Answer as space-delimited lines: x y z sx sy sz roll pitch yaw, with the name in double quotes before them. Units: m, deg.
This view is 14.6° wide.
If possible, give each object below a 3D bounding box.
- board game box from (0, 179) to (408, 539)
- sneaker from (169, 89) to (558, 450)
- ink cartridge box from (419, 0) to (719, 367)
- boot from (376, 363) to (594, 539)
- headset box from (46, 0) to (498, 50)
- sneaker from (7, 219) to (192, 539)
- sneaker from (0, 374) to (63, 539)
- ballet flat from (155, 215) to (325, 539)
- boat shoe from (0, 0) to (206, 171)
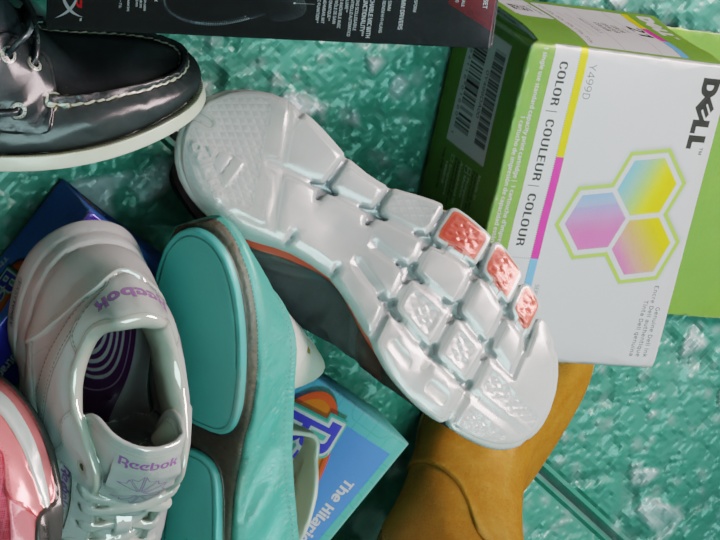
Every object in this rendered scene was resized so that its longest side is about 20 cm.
"board game box" -0.099 0.077 1.234 0.200 0.045 0.152 37 93 -32
"sneaker" 0.000 0.000 1.204 0.200 0.082 0.077 44 71 -5
"ink cartridge box" 0.133 -0.036 1.273 0.200 0.076 0.148 4 109 -24
"boot" 0.059 0.124 1.267 0.201 0.144 0.071 -45 122 -2
"headset box" -0.021 -0.168 1.092 0.200 0.077 0.149 1 133 -6
"sneaker" -0.112 0.086 1.148 0.075 0.100 0.200 -6 114 -23
"sneaker" -0.193 0.051 1.115 0.087 0.074 0.200 -22 81 -45
"ballet flat" -0.050 0.062 1.194 0.070 0.067 0.200 -19 120 -41
"boat shoe" -0.158 -0.084 1.124 0.199 0.075 0.066 -4 124 -13
